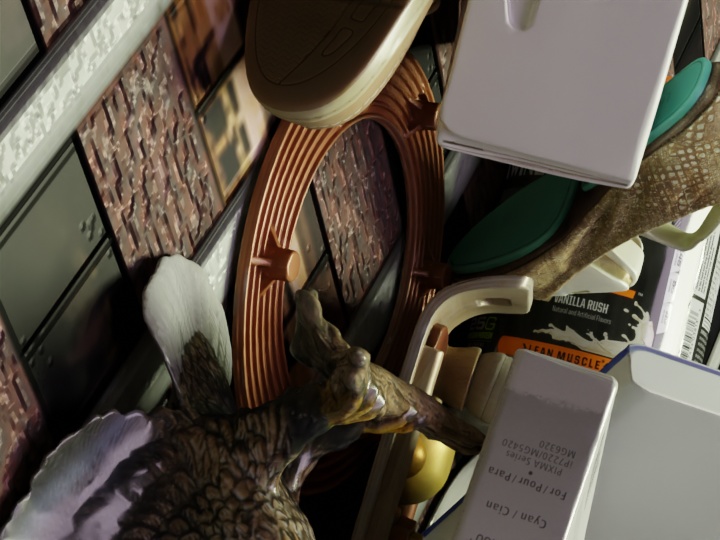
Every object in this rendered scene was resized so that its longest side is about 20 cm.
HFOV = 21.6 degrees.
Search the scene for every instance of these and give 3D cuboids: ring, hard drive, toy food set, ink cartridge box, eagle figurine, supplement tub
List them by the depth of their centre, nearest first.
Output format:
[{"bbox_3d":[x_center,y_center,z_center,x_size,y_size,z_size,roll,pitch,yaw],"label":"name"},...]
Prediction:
[{"bbox_3d":[-0.055,0.108,0.657,0.151,0.151,0.200,40,92,-19],"label":"eagle figurine"},{"bbox_3d":[0.052,0.151,0.737,0.201,0.044,0.178,85,23,-63],"label":"ink cartridge box"},{"bbox_3d":[0.091,-0.135,0.789,0.200,0.083,0.147,-74,177,-70],"label":"ink cartridge box"},{"bbox_3d":[0.000,0.000,0.823,0.200,0.019,0.203,-37,131,-57],"label":"ring"},{"bbox_3d":[0.036,0.102,0.826,0.144,0.060,0.202,47,59,-83],"label":"toy food set"},{"bbox_3d":[0.126,0.111,0.899,0.200,0.131,0.026,-49,-149,45],"label":"hard drive"},{"bbox_3d":[0.122,0.005,0.967,0.122,0.121,0.202,31,71,-64],"label":"supplement tub"}]

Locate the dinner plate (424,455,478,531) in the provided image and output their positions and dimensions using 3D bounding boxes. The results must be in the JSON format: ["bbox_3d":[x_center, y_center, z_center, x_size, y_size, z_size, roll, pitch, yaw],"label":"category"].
[{"bbox_3d":[0.063,0.197,1.035,0.200,0.024,0.203,9,90,-66],"label":"dinner plate"}]

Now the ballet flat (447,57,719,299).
[{"bbox_3d":[0.115,-0.023,0.855,0.065,0.200,0.071,39,54,-13],"label":"ballet flat"}]

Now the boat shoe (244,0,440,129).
[{"bbox_3d":[0.015,-0.127,0.741,0.065,0.071,0.201,66,40,-50],"label":"boat shoe"}]
